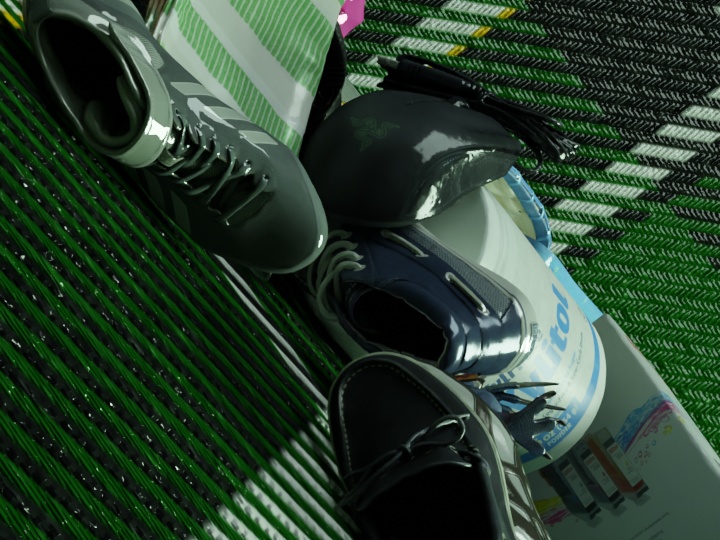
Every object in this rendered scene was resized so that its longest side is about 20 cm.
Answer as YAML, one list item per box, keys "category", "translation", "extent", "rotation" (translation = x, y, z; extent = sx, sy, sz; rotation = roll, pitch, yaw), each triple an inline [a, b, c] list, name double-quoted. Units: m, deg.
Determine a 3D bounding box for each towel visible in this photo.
- category: "towel"
  translation: [-0.066, -0.120, 1.496]
  extent: [0.153, 0.023, 0.201]
  rotation: [50, 41, -42]

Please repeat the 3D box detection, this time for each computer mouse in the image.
- category: "computer mouse"
  translation: [0.033, -0.083, 1.583]
  extent: [0.138, 0.053, 0.200]
  rotation: [23, 30, 22]

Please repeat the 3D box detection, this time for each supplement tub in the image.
- category: "supplement tub"
  translation: [0.061, 0.031, 1.681]
  extent: [0.200, 0.132, 0.132]
  rotation: [47, 9, -51]

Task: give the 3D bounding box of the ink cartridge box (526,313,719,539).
- category: "ink cartridge box"
  translation: [0.176, 0.162, 1.801]
  extent: [0.200, 0.144, 0.145]
  rotation: [58, 7, 32]

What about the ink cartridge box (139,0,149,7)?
- category: "ink cartridge box"
  translation: [-0.138, -0.220, 1.604]
  extent: [0.200, 0.076, 0.136]
  rotation: [44, -3, 41]

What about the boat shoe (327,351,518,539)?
- category: "boat shoe"
  translation: [0.030, 0.103, 1.256]
  extent: [0.062, 0.074, 0.200]
  rotation: [58, 6, -45]

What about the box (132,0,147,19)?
- category: "box"
  translation: [-0.117, -0.165, 1.782]
  extent: [0.158, 0.051, 0.200]
  rotation: [58, 6, 33]

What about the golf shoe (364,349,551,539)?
- category: "golf shoe"
  translation: [0.049, 0.116, 1.324]
  extent: [0.200, 0.078, 0.094]
  rotation: [55, 5, 20]

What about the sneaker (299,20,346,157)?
- category: "sneaker"
  translation: [-0.039, -0.098, 1.683]
  extent: [0.104, 0.060, 0.201]
  rotation: [-99, -175, -57]

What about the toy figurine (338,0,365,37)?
- category: "toy figurine"
  translation: [-0.067, -0.218, 1.770]
  extent: [0.185, 0.150, 0.200]
  rotation: [68, -24, 7]

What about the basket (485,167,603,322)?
- category: "basket"
  translation: [0.096, -0.005, 2.079]
  extent: [0.199, 0.140, 0.176]
  rotation: [20, -18, 37]

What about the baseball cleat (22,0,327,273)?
- category: "baseball cleat"
  translation: [-0.091, -0.056, 1.295]
  extent: [0.200, 0.070, 0.107]
  rotation: [43, 16, -20]

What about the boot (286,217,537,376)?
- category: "boot"
  translation: [0.000, 0.000, 1.529]
  extent: [0.199, 0.073, 0.090]
  rotation: [26, 16, 31]

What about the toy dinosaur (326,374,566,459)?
- category: "toy dinosaur"
  translation: [0.044, 0.077, 1.512]
  extent: [0.200, 0.105, 0.181]
  rotation: [40, -7, -27]
